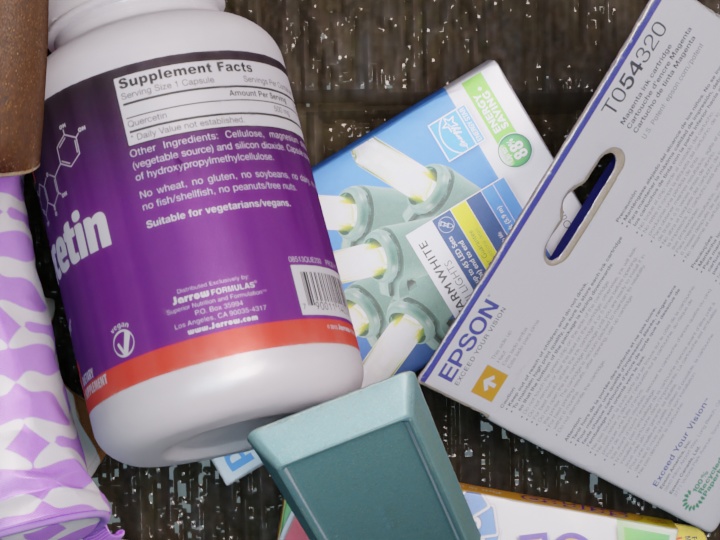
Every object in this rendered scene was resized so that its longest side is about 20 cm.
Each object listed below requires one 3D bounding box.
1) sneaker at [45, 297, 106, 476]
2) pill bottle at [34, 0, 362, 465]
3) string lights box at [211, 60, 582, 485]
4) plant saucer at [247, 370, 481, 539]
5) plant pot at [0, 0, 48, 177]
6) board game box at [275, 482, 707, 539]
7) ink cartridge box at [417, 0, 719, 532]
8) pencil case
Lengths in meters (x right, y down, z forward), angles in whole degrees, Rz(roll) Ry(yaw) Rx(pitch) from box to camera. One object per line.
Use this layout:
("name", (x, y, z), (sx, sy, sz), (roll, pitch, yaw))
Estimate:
("sneaker", (-0.193, 0.025, 1.083), (0.200, 0.073, 0.085), (43, 65, 1))
("pill bottle", (-0.075, -0.028, 0.983), (0.112, 0.112, 0.200), (-15, 76, 1))
("string lights box", (0.000, 0.000, 1.075), (0.200, 0.059, 0.103), (-32, 94, 2))
("plant saucer", (0.008, 0.099, 1.000), (0.070, 0.200, 0.019), (-21, 63, 1))
("plant pot", (-0.193, -0.154, 0.889), (0.186, 0.187, 0.200), (12, 99, -2))
("board game box", (0.058, 0.150, 1.107), (0.200, 0.030, 0.096), (10, 95, -4))
("ink cartridge box", (0.134, -0.006, 1.037), (0.200, 0.043, 0.197), (29, 95, -36))
("pencil case", (-0.158, 0.030, 1.006), (0.085, 0.084, 0.200), (-6, 75, -34))
